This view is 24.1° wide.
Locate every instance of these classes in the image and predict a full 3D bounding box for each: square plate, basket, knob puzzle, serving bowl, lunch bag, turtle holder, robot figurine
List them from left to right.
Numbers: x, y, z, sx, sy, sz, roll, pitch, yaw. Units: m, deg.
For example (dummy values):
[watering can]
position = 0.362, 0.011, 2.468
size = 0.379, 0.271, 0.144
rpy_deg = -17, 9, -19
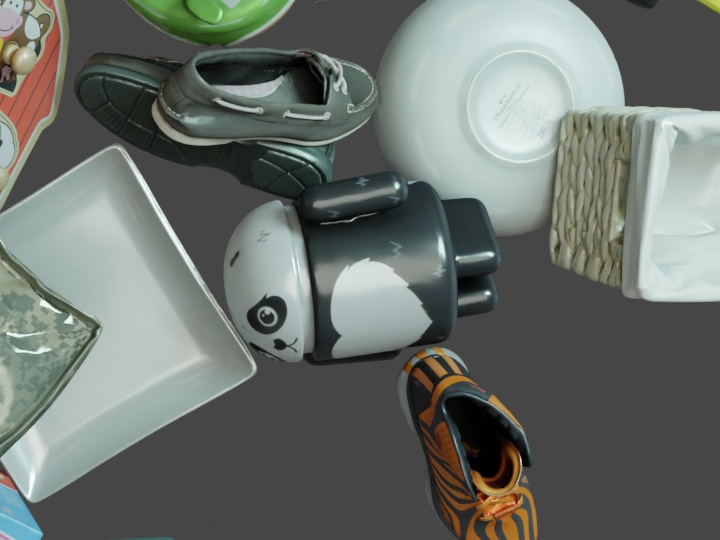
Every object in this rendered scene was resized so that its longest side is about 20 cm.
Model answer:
[lunch bag]
position = -0.280, 0.089, 1.113
size = 0.118, 0.164, 0.200
rpy_deg = 40, 74, -9
[knob puzzle]
position = -0.253, -0.125, 1.144
size = 0.030, 0.220, 0.220
rpy_deg = 28, 88, 22
[square plate]
position = -0.208, 0.039, 1.231
size = 0.200, 0.028, 0.198
rpy_deg = -30, 100, 2
[turtle holder]
position = -0.126, -0.231, 1.186
size = 0.185, 0.132, 0.141
rpy_deg = 15, 84, 5
[robot figurine]
position = 0.000, 0.002, 1.233
size = 0.200, 0.125, 0.150
rpy_deg = -7, 97, -8
[serving bowl]
position = 0.113, -0.123, 1.280
size = 0.200, 0.066, 0.200
rpy_deg = -1, 95, -12
[basket]
position = 0.250, -0.055, 1.254
size = 0.200, 0.123, 0.136
rpy_deg = -2, 102, -32

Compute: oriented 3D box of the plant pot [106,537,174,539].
[plant pot]
position = -0.190, 0.281, 1.179
size = 0.141, 0.200, 0.141
rpy_deg = -1, 94, -11

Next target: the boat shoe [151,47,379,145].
[boat shoe]
position = -0.055, -0.129, 1.203
size = 0.200, 0.057, 0.067
rpy_deg = -11, 62, -40

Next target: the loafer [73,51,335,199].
[loafer]
position = -0.112, -0.115, 1.243
size = 0.200, 0.072, 0.063
rpy_deg = 23, 49, -14

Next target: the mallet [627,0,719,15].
[mallet]
position = 0.295, -0.215, 1.329
size = 0.200, 0.041, 0.066
rpy_deg = 18, 94, -17

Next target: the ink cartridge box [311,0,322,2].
[ink cartridge box]
position = 0.017, -0.321, 1.255
size = 0.176, 0.045, 0.200
rpy_deg = -19, 98, -8

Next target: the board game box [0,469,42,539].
[board game box]
position = -0.302, 0.239, 1.176
size = 0.040, 0.153, 0.200
rpy_deg = 31, 88, -23

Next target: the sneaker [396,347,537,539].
[sneaker]
position = 0.092, 0.159, 1.259
size = 0.078, 0.112, 0.200
rpy_deg = -32, 116, -7
